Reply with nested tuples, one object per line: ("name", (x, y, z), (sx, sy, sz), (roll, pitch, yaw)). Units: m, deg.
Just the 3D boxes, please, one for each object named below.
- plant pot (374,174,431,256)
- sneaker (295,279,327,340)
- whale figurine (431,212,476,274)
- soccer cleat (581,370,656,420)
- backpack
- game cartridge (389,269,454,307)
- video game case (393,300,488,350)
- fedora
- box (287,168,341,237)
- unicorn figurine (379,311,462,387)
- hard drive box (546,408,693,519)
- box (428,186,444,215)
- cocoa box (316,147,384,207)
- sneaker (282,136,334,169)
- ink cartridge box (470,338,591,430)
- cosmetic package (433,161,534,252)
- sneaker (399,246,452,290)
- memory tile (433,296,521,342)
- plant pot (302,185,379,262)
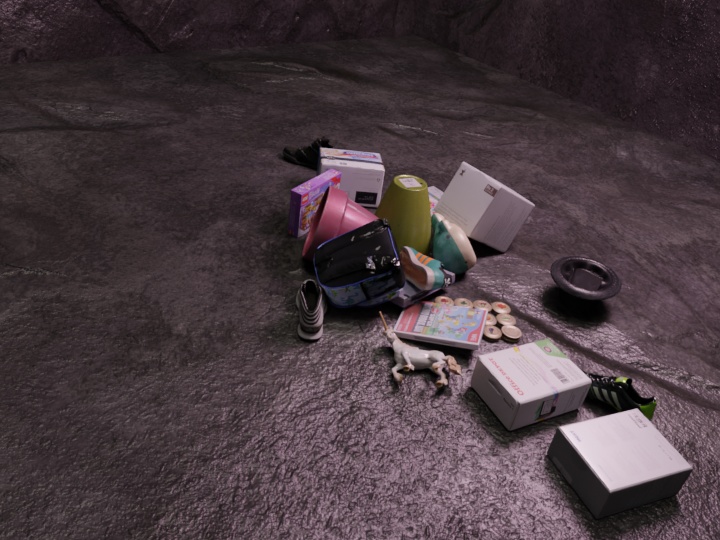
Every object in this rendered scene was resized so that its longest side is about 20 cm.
("plant pot", (0.118, -0.153, 1.751), (0.185, 0.201, 0.188), (6, 33, -4))
("sneaker", (-0.107, 0.056, 1.458), (0.075, 0.116, 0.201), (4, 33, -8))
("whale figurine", (0.233, -0.072, 1.732), (0.103, 0.159, 0.200), (-31, 43, 2))
("soccer cleat", (0.530, 0.250, 1.358), (0.199, 0.082, 0.067), (28, 37, 26))
("backpack", (0.000, 0.000, 1.512), (0.198, 0.147, 0.184), (-18, 46, 6))
("game cartridge", (0.129, 0.031, 1.613), (0.199, 0.039, 0.129), (-23, 30, -39))
("video game case", (0.189, 0.123, 1.489), (0.198, 0.018, 0.143), (8, 32, 17))
("fedora", (0.579, 0.045, 1.669), (0.199, 0.092, 0.201), (7, 33, -4))
("box", (-0.129, -0.193, 1.807), (0.039, 0.138, 0.200), (25, 36, 22))
("unicorn figurine", (0.115, 0.187, 1.371), (0.199, 0.074, 0.138), (23, 23, -6))
("hard drive box", (0.482, 0.355, 1.193), (0.198, 0.077, 0.156), (-5, 36, -22))
("box", (0.203, -0.199, 1.989), (0.199, 0.041, 0.156), (-17, 42, -33))
("cocoa box", (-0.036, -0.289, 1.977), (0.198, 0.134, 0.132), (4, 33, -9))
("sneaker", (-0.168, -0.409, 2.146), (0.198, 0.115, 0.076), (20, 33, 19))
("ink cartridge box", (0.353, 0.235, 1.334), (0.199, 0.085, 0.145), (-9, 37, -27))
("cosmetic package", (0.354, -0.179, 1.820), (0.199, 0.166, 0.165), (17, 20, -45))
("sneaker", (0.157, -0.002, 1.579), (0.079, 0.072, 0.200), (4, 22, -22))
("memory tile", (0.285, 0.117, 1.556), (0.198, 0.017, 0.154), (6, 34, -6))
("plant pot", (-0.036, -0.096, 1.655), (0.178, 0.201, 0.201), (21, 31, -11))
